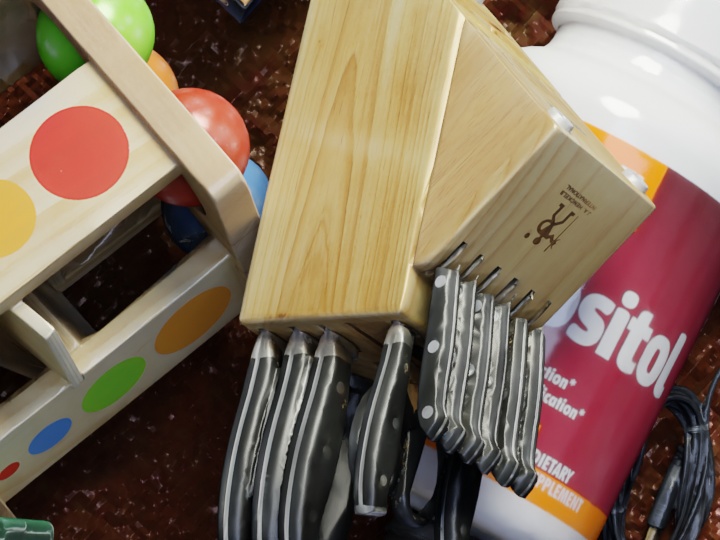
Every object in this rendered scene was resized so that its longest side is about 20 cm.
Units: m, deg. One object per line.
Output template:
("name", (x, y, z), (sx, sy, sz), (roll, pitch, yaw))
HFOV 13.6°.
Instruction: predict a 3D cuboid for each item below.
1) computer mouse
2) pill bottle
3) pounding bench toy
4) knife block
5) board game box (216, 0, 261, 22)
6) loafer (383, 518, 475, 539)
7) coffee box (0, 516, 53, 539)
("computer mouse", (0.141, 0.020, 1.111), (0.059, 0.034, 0.200), (30, 88, -19))
("pill bottle", (0.070, -0.005, 1.061), (0.113, 0.113, 0.200), (27, 83, -2))
("pounding bench toy", (-0.138, -0.043, 1.038), (0.156, 0.124, 0.200), (-39, 71, -8))
("knife block", (0.000, 0.000, 0.992), (0.176, 0.064, 0.200), (-45, 46, 10))
("board game box", (-0.024, -0.207, 1.060), (0.135, 0.035, 0.200), (43, 83, -1))
("loafer", (0.066, 0.173, 1.065), (0.071, 0.073, 0.200), (-41, 90, -9))
("coffee box", (-0.214, 0.101, 0.987), (0.199, 0.123, 0.044), (-2, 83, 21))
